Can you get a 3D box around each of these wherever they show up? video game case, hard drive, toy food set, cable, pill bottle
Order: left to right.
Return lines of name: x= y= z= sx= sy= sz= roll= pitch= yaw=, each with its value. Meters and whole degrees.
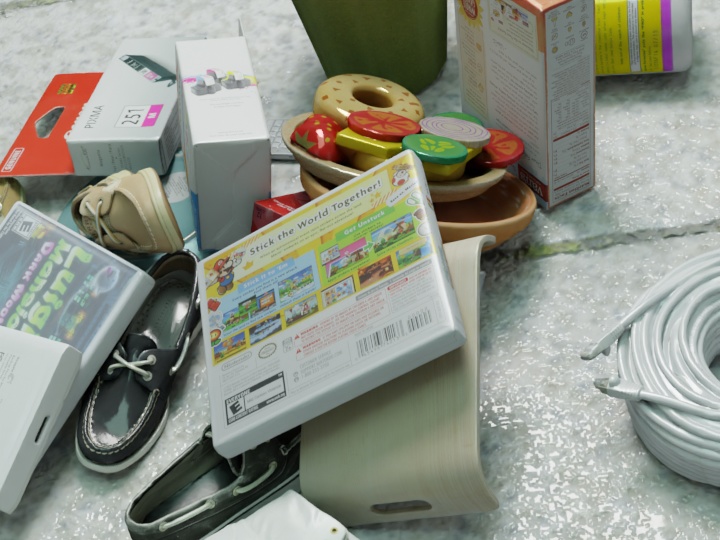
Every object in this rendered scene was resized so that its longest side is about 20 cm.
hard drive: x=-0.321 y=0.103 z=1.131 sx=0.199 sy=0.026 sz=0.133 roll=11 pitch=71 yaw=35
video game case: x=-0.281 y=0.057 z=1.163 sx=0.181 sy=0.023 sz=0.201 roll=26 pitch=79 yaw=38
video game case: x=-0.028 y=0.022 z=1.044 sx=0.199 sy=0.023 sz=0.183 roll=-27 pitch=46 yaw=17
toy food set: x=0.033 y=-0.109 z=1.187 sx=0.196 sy=0.049 sz=0.200 roll=17 pitch=23 yaw=18
toy food set: x=0.033 y=0.079 z=1.036 sx=0.142 sy=0.060 sz=0.202 roll=-11 pitch=64 yaw=28
pill bottle: x=0.204 y=-0.231 z=1.315 sx=0.198 sy=0.105 sz=0.105 roll=-2 pitch=46 yaw=13
cable: x=0.285 y=0.069 z=1.024 sx=0.199 sy=0.070 sz=0.200 roll=30 pitch=59 yaw=35

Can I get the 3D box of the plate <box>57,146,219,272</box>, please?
plate: x=-0.190 y=-0.053 z=1.303 sx=0.198 sy=0.026 sz=0.201 roll=-8 pitch=44 yaw=8

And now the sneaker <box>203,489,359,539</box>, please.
sneaker: x=-0.033 y=0.225 z=0.950 sx=0.115 sy=0.074 sz=0.200 roll=-32 pitch=45 yaw=-12

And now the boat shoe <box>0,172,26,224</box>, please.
boat shoe: x=-0.373 y=-0.026 z=1.297 sx=0.073 sy=0.063 sz=0.201 roll=12 pitch=50 yaw=25

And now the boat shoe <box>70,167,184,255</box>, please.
boat shoe: x=-0.196 y=-0.042 z=1.185 sx=0.064 sy=0.072 sz=0.200 roll=-23 pitch=11 yaw=-17

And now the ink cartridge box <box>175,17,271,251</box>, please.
ink cartridge box: x=-0.124 y=-0.125 z=1.259 sx=0.067 sy=0.116 sz=0.201 roll=-5 pitch=41 yaw=-10

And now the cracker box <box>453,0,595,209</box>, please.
cracker box: x=0.138 y=-0.170 z=1.203 sx=0.057 sy=0.201 sz=0.134 roll=-25 pitch=44 yaw=-19

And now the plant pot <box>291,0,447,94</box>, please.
plant pot: x=0.009 y=-0.266 z=1.342 sx=0.198 sy=0.191 sz=0.201 roll=-8 pitch=44 yaw=8

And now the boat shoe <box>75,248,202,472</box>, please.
boat shoe: x=-0.173 y=0.068 z=1.146 sx=0.073 sy=0.061 sz=0.201 roll=19 pitch=52 yaw=10

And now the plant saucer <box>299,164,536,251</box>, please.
plant saucer: x=0.046 y=-0.059 z=1.185 sx=0.198 sy=0.038 sz=0.200 roll=7 pitch=22 yaw=-3

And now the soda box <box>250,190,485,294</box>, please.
soda box: x=0.000 y=0.000 z=1.156 sx=0.199 sy=0.064 sz=0.070 roll=26 pitch=27 yaw=35

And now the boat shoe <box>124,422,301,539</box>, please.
boat shoe: x=-0.086 y=0.141 z=1.054 sx=0.200 sy=0.064 sz=0.070 roll=-39 pitch=49 yaw=-23

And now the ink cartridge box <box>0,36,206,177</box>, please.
ink cartridge box: x=-0.250 y=-0.162 z=1.388 sx=0.172 sy=0.044 sz=0.201 roll=0 pitch=37 yaw=9

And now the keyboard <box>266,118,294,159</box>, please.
keyboard: x=-0.004 y=-0.123 z=1.332 sx=0.198 sy=0.011 sz=0.057 roll=3 pitch=47 yaw=17
